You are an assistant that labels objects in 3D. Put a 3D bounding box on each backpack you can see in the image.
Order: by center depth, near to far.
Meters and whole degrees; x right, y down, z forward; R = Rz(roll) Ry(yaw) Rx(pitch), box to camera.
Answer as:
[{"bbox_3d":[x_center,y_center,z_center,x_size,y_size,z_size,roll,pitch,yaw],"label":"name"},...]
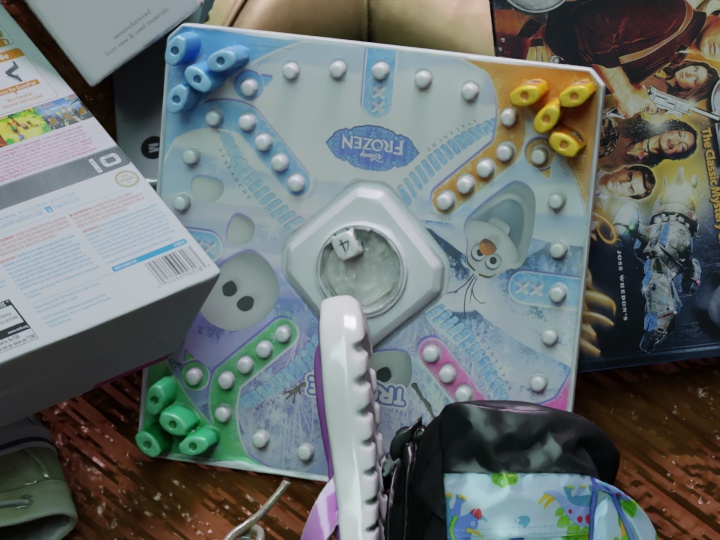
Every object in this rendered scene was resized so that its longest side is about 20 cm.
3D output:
[{"bbox_3d":[0.070,0.171,1.200,0.153,0.163,0.201,11,72,-3],"label":"backpack"}]

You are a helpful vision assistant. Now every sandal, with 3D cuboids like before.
[{"bbox_3d":[-0.014,0.113,1.270,0.050,0.082,0.203,-3,78,5],"label":"sandal"}]

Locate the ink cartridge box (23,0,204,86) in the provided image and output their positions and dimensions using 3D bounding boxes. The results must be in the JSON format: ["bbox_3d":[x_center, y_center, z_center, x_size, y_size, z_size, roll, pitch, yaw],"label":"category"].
[{"bbox_3d":[-0.161,-0.187,1.355,0.067,0.116,0.200,-37,101,-2],"label":"ink cartridge box"}]

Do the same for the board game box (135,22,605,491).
[{"bbox_3d":[0.000,0.000,1.310,0.199,0.026,0.201,7,100,12],"label":"board game box"}]

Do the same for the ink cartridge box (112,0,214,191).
[{"bbox_3d":[-0.025,-0.127,1.445,0.199,0.041,0.200,-9,60,3],"label":"ink cartridge box"}]

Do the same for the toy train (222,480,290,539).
[{"bbox_3d":[-0.057,0.190,1.258,0.116,0.085,0.200,43,63,10],"label":"toy train"}]

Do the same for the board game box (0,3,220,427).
[{"bbox_3d":[-0.182,-0.031,1.285,0.147,0.064,0.200,-21,65,-42],"label":"board game box"}]

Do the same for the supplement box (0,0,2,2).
[{"bbox_3d":[-0.288,-0.134,1.454,0.199,0.101,0.104,0,60,8],"label":"supplement box"}]

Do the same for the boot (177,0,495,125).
[{"bbox_3d":[0.038,-0.098,1.364,0.200,0.066,0.175,26,62,12],"label":"boot"}]

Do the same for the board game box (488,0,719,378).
[{"bbox_3d":[0.131,-0.060,1.317,0.135,0.035,0.201,-7,97,0],"label":"board game box"}]

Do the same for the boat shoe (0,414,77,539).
[{"bbox_3d":[-0.222,0.127,1.314,0.200,0.072,0.062,-28,58,-10],"label":"boat shoe"}]
